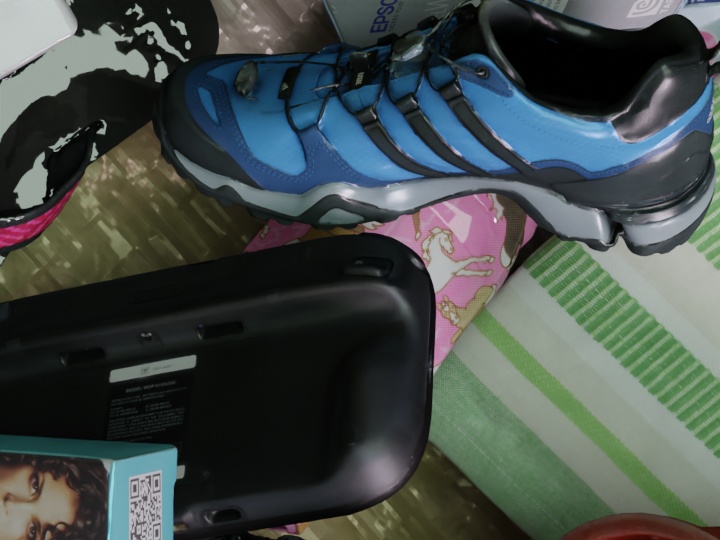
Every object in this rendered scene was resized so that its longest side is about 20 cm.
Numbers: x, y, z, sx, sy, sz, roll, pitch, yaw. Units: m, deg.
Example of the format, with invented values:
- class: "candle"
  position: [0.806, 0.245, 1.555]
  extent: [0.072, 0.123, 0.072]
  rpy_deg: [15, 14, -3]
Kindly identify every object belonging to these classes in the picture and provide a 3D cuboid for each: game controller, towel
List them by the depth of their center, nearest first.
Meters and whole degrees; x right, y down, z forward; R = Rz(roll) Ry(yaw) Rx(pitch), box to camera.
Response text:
- class: "game controller"
  position: [-0.068, 0.047, 0.871]
  extent: [0.042, 0.199, 0.105]
  rpy_deg: [45, 39, -55]
- class: "towel"
  position: [0.134, 0.031, 0.947]
  extent: [0.152, 0.023, 0.200]
  rpy_deg: [44, 100, 1]

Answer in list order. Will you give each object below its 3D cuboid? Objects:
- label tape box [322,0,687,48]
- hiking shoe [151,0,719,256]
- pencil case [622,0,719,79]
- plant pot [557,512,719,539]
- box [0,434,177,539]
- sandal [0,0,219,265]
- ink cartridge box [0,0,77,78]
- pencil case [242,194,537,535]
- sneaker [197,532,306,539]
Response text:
- class: "label tape box"
  position: [0.016, -0.157, 0.921]
  extent: [0.198, 0.066, 0.144]
  rpy_deg: [-7, 63, -17]
- class: "hiking shoe"
  position: [0.027, -0.064, 0.865]
  extent: [0.198, 0.087, 0.075]
  rpy_deg: [4, 46, 3]
- class: "pencil case"
  position: [0.150, -0.015, 0.993]
  extent: [0.090, 0.083, 0.202]
  rpy_deg: [-5, 95, 3]
- class: "plant pot"
  position: [0.180, 0.174, 0.885]
  extent: [0.194, 0.200, 0.203]
  rpy_deg: [-5, 94, -33]
- class: "box"
  position: [-0.161, 0.095, 0.843]
  extent: [0.198, 0.049, 0.083]
  rpy_deg: [2, 91, 21]
- class: "sandal"
  position: [-0.131, -0.045, 0.912]
  extent: [0.200, 0.045, 0.075]
  rpy_deg: [-43, 105, -13]
- class: "ink cartridge box"
  position: [-0.224, -0.108, 0.856]
  extent: [0.199, 0.044, 0.174]
  rpy_deg: [-31, 103, -2]
- class: "pencil case"
  position: [0.000, 0.000, 0.942]
  extent: [0.200, 0.083, 0.087]
  rpy_deg: [-50, 121, -11]
- class: "sneaker"
  position: [-0.051, 0.113, 0.867]
  extent: [0.114, 0.199, 0.076]
  rpy_deg: [44, 63, -15]
